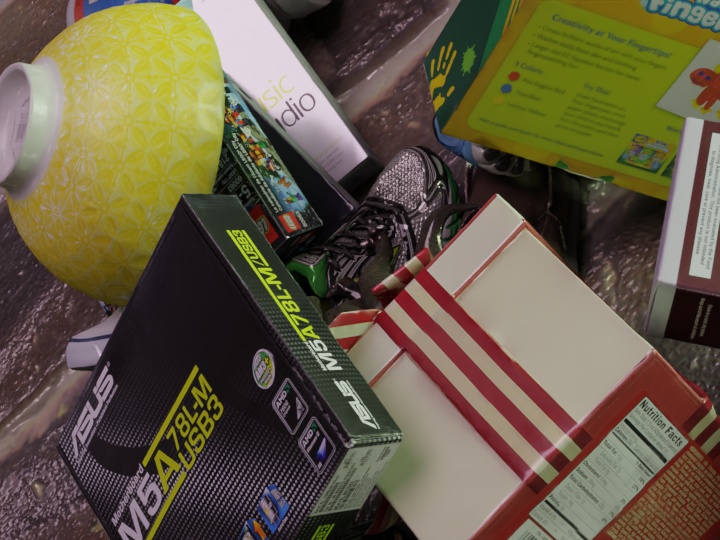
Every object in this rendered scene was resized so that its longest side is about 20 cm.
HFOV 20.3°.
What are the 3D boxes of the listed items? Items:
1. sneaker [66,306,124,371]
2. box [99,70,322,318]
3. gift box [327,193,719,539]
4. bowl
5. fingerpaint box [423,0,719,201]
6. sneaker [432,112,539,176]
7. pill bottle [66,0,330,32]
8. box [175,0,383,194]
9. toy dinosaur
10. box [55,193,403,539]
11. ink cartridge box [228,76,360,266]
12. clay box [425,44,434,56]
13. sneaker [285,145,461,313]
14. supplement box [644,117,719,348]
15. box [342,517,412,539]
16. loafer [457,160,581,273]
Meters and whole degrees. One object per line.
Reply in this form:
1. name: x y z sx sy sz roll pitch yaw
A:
1. sneaker: -0.130 0.027 1.345 0.199 0.073 0.071 -17 71 46
2. box: -0.123 -0.031 1.382 0.137 0.038 0.200 57 134 11
3. gift box: 0.080 0.092 1.116 0.200 0.185 0.187 -41 43 0
4. bowl: -0.182 -0.084 1.298 0.200 0.107 0.202 -26 58 52
5. fingerpaint box: 0.163 -0.137 1.173 0.167 0.199 0.074 -58 29 36
6. sneaker: 0.106 -0.158 1.303 0.090 0.078 0.201 13 66 50
7. pill bottle: -0.125 -0.211 1.586 0.199 0.112 0.113 -21 46 28
8. box: -0.095 -0.108 1.472 0.144 0.036 0.201 -39 67 8
9. toy dinosaur: 0.004 0.035 1.236 0.199 0.077 0.102 -30 50 -16
10. box: -0.080 0.094 1.111 0.193 0.047 0.201 52 127 32
11. ink cartridge box: -0.093 -0.068 1.425 0.200 0.039 0.100 44 96 23
12. clay box: 0.146 -0.147 1.354 0.115 0.048 0.200 -50 42 -5
13. sneaker: 0.000 0.000 1.332 0.078 0.085 0.201 10 65 44
14. supplement box: 0.258 -0.006 1.060 0.198 0.061 0.110 11 61 8
15. box: -0.055 0.252 1.205 0.199 0.046 0.160 -23 45 25
16. loafer: 0.099 -0.029 1.280 0.073 0.071 0.201 -27 44 21
